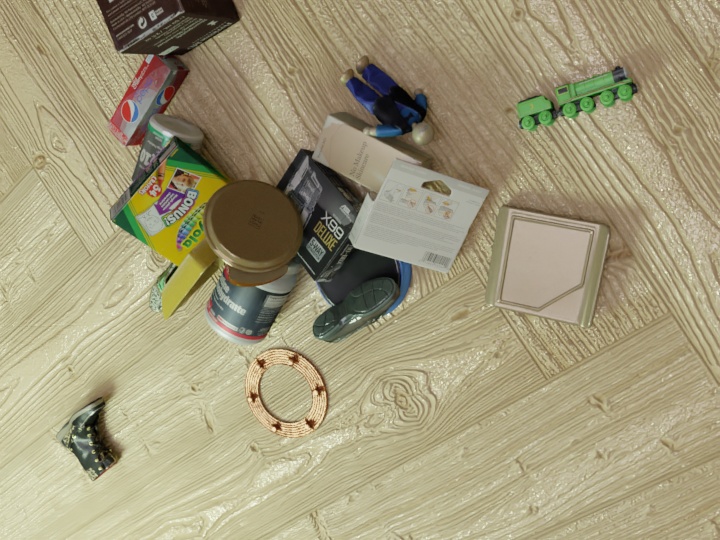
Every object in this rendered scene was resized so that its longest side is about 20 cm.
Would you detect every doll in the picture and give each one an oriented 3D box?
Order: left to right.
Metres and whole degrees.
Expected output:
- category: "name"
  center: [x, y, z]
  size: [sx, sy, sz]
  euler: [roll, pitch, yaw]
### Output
- category: "doll"
  center: [0.052, -0.289, 1.327]
  size: [0.136, 0.049, 0.200]
  euler: [-43, 74, -14]

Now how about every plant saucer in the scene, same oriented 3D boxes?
- category: "plant saucer"
  center: [-0.304, -0.018, 1.458]
  size: [0.048, 0.200, 0.200]
  euler: [42, 131, -5]

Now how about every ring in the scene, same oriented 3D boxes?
- category: "ring"
  center: [-0.163, 0.265, 1.594]
  size: [0.198, 0.019, 0.203]
  euler: [6, 105, 22]

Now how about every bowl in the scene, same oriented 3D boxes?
- category: "bowl"
  center: [0.000, 0.000, 1.451]
  size: [0.198, 0.039, 0.203]
  euler: [6, 105, 21]

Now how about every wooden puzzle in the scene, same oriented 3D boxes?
- category: "wooden puzzle"
  center: [0.326, -0.008, 1.319]
  size: [0.198, 0.037, 0.187]
  euler: [14, 108, 24]

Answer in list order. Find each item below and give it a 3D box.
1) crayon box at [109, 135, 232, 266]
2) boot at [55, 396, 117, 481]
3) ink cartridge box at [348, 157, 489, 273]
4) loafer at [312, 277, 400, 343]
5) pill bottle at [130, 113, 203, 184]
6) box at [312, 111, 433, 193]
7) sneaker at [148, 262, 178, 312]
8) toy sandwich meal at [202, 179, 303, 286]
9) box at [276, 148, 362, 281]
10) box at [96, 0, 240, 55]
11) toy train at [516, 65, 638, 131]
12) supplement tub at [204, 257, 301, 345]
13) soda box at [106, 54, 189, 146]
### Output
- category: "crayon box"
  center: [-0.362, -0.133, 1.479]
  size: [0.200, 0.058, 0.172]
  euler: [-46, 125, 9]
- category: "boot"
  center: [-0.636, 0.405, 1.793]
  size: [0.200, 0.073, 0.151]
  euler: [-41, 84, 29]
- category: "ink cartridge box"
  center: [0.103, -0.099, 1.318]
  size: [0.198, 0.045, 0.178]
  euler: [15, 114, -24]
- category: "loafer"
  center: [-0.001, 0.078, 1.424]
  size: [0.199, 0.063, 0.072]
  euler: [-30, 48, 25]
- category: "pill bottle"
  center: [-0.401, -0.205, 1.526]
  size: [0.112, 0.113, 0.202]
  euler: [30, 112, 13]
- category: "box"
  center: [0.022, -0.206, 1.370]
  size: [0.199, 0.078, 0.096]
  euler: [28, 113, 14]
- category: "sneaker"
  center: [-0.404, 0.021, 1.595]
  size: [0.077, 0.089, 0.200]
  euler: [47, 115, 5]
- category: "toy sandwich meal"
  center: [-0.196, -0.068, 1.370]
  size: [0.205, 0.205, 0.070]
  euler: [47, 150, 5]
- category: "box"
  center: [-0.084, -0.104, 1.415]
  size: [0.200, 0.050, 0.158]
  euler: [50, 117, 25]
- category: "box"
  center: [-0.363, -0.511, 1.388]
  size: [0.165, 0.200, 0.166]
  euler: [-21, 95, 25]
- category: "toy train"
  center: [0.353, -0.283, 1.237]
  size: [0.198, 0.042, 0.057]
  euler: [-15, 86, 25]
- category: "supplement tub"
  center: [-0.212, 0.034, 1.491]
  size: [0.140, 0.140, 0.201]
  euler: [35, 113, 11]
- category: "soda box"
  center: [-0.435, -0.350, 1.529]
  size: [0.063, 0.070, 0.200]
  euler: [44, 114, 7]
